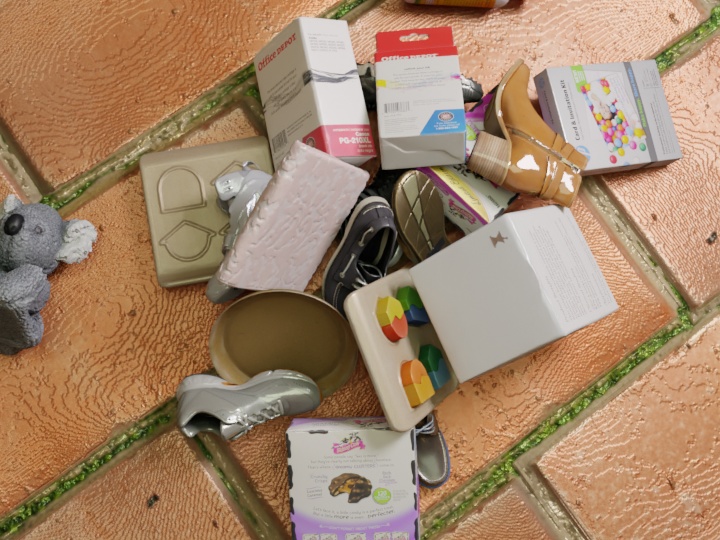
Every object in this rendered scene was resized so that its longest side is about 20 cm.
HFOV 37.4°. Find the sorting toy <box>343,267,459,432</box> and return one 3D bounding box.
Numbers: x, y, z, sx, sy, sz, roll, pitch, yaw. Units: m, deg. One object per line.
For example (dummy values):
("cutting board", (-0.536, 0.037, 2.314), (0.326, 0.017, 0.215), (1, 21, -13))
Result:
("sorting toy", (0.064, 0.096, 1.390), (0.036, 0.200, 0.186), (-20, 91, 29))

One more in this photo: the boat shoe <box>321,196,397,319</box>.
("boat shoe", (0.000, 0.000, 1.431), (0.072, 0.201, 0.063), (3, 34, -26))

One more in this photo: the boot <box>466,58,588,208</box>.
("boot", (0.241, -0.184, 1.446), (0.154, 0.074, 0.201), (22, 66, 0))

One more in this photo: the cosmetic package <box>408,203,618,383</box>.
("cosmetic package", (0.204, 0.025, 1.397), (0.166, 0.200, 0.168), (-30, 80, 32))

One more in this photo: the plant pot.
("plant pot", (-0.102, 0.099, 1.420), (0.198, 0.201, 0.028), (5, 37, -3))

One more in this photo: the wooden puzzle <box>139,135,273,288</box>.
("wooden puzzle", (-0.206, -0.081, 1.496), (0.184, 0.046, 0.201), (-10, 76, -6))

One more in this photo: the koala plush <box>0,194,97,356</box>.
("koala plush", (-0.463, -0.009, 1.422), (0.176, 0.184, 0.201), (14, 58, 10))

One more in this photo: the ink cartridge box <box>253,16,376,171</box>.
("ink cartridge box", (-0.066, -0.228, 1.471), (0.084, 0.145, 0.201), (-6, 79, -34))

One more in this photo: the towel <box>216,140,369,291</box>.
("towel", (-0.084, -0.063, 1.372), (0.032, 0.191, 0.201), (35, 101, 25))

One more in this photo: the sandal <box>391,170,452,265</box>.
("sandal", (0.084, -0.048, 1.467), (0.080, 0.054, 0.201), (-46, 129, -24))

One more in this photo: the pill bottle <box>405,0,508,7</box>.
("pill bottle", (0.165, -0.442, 1.552), (0.198, 0.111, 0.112), (2, 80, -4))

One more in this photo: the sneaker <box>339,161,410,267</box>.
("sneaker", (0.028, -0.113, 1.483), (0.099, 0.070, 0.201), (21, 78, -44))

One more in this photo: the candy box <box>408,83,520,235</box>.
("candy box", (0.177, -0.154, 1.494), (0.136, 0.061, 0.200), (43, 60, 4))

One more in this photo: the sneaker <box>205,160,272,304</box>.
("sneaker", (-0.167, -0.055, 1.432), (0.115, 0.075, 0.200), (36, 72, 8))

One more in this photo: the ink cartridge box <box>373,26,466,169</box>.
("ink cartridge box", (0.079, -0.237, 1.444), (0.115, 0.067, 0.201), (-4, 55, 3))

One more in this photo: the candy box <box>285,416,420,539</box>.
("candy box", (-0.007, 0.295, 1.389), (0.166, 0.072, 0.202), (-2, 96, 5))

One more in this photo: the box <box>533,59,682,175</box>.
("box", (0.357, -0.220, 1.531), (0.199, 0.041, 0.157), (-9, 80, -24))

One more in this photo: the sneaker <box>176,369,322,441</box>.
("sneaker", (-0.150, 0.190, 1.413), (0.198, 0.076, 0.092), (-5, 38, 4))

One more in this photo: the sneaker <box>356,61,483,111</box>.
("sneaker", (0.076, -0.244, 1.534), (0.198, 0.066, 0.091), (7, 83, 3))

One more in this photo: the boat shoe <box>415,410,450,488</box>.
("boat shoe", (0.067, 0.202, 1.447), (0.072, 0.072, 0.201), (-24, 82, -8))
